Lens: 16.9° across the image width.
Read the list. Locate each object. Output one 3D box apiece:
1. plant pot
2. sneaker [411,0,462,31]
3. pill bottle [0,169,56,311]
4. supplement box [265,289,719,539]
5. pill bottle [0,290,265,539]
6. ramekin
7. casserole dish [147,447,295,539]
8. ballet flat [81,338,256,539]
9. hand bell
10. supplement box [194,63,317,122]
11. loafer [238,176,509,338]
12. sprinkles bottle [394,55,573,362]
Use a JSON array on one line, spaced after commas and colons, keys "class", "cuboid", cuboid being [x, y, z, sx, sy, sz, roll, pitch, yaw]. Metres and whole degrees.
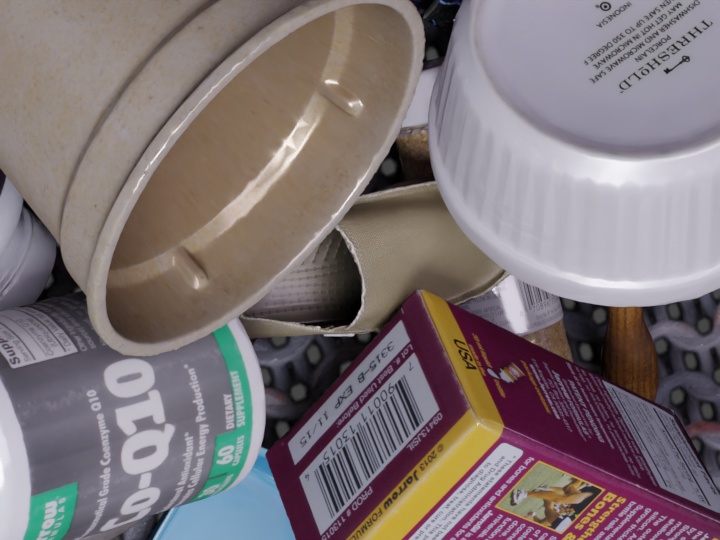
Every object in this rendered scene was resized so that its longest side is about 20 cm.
[{"class": "plant pot", "cuboid": [-0.104, -0.097, 1.090, 0.200, 0.201, 0.183, -41, 68, -18]}, {"class": "sneaker", "cuboid": [0.027, -0.156, 1.234, 0.070, 0.200, 0.078, 7, 72, 19]}, {"class": "pill bottle", "cuboid": [-0.237, -0.048, 1.135, 0.200, 0.112, 0.113, 43, 74, -35]}, {"class": "supplement box", "cuboid": [0.074, 0.114, 1.237, 0.200, 0.103, 0.131, 26, 116, -36]}, {"class": "pill bottle", "cuboid": [-0.153, 0.073, 1.121, 0.199, 0.113, 0.114, -15, 97, -37]}, {"class": "ramekin", "cuboid": [0.131, -0.091, 1.193, 0.201, 0.094, 0.203, -1, 57, 2]}, {"class": "casserole dish", "cuboid": [-0.075, 0.183, 1.261, 0.121, 0.039, 0.200, 34, 76, -22]}, {"class": "ballet flat", "cuboid": [-0.100, 0.054, 1.252, 0.067, 0.046, 0.200, 35, 82, -17]}, {"class": "hand bell", "cuboid": [0.144, 0.009, 1.317, 0.104, 0.104, 0.201, -27, 129, -21]}, {"class": "supplement box", "cuboid": [-0.058, -0.171, 1.213, 0.103, 0.101, 0.201, -2, 90, 11]}, {"class": "loafer", "cuboid": [0.000, 0.000, 1.222, 0.199, 0.067, 0.076, -15, 99, -16]}, {"class": "sprinkles bottle", "cuboid": [0.065, -0.016, 1.306, 0.068, 0.068, 0.201, -18, 98, -23]}]
